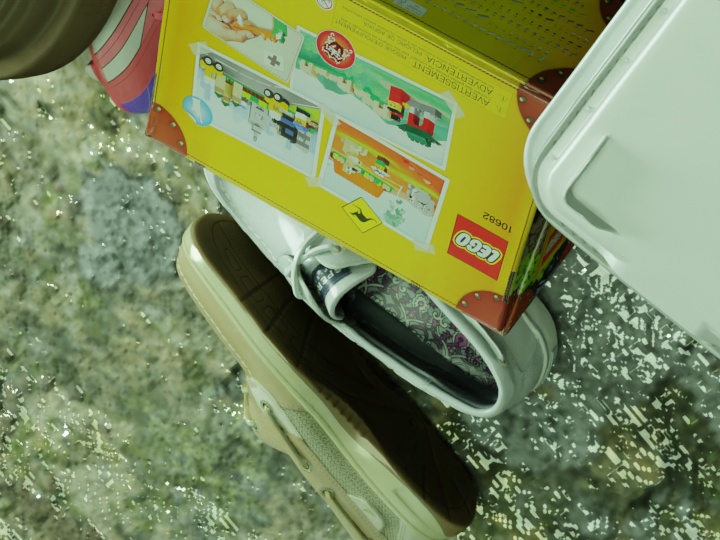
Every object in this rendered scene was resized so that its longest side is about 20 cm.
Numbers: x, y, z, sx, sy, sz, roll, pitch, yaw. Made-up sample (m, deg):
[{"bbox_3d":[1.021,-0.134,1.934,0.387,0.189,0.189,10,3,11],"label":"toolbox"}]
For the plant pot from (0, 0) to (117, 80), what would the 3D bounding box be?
[{"bbox_3d":[-0.198,-0.183,1.220,0.200,0.092,0.202,15,111,43],"label":"plant pot"}]

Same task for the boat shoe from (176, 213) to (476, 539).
[{"bbox_3d":[-0.029,0.062,1.300,0.065,0.072,0.200,-37,98,30],"label":"boat shoe"}]

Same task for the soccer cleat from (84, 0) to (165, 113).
[{"bbox_3d":[-0.094,-0.168,1.239,0.076,0.067,0.201,5,110,18],"label":"soccer cleat"}]

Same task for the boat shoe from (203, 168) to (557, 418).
[{"bbox_3d":[0.000,0.000,1.259,0.200,0.068,0.072,42,122,4],"label":"boat shoe"}]

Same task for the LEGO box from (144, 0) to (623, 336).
[{"bbox_3d":[0.011,-0.086,1.186,0.199,0.077,0.149,29,140,13],"label":"LEGO box"}]

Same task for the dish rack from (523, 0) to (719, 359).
[{"bbox_3d":[0.169,-0.051,1.038,0.171,0.044,0.200,38,120,2],"label":"dish rack"}]

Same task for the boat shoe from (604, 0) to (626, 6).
[{"bbox_3d":[0.169,-0.170,1.113,0.060,0.076,0.200,38,134,5],"label":"boat shoe"}]
